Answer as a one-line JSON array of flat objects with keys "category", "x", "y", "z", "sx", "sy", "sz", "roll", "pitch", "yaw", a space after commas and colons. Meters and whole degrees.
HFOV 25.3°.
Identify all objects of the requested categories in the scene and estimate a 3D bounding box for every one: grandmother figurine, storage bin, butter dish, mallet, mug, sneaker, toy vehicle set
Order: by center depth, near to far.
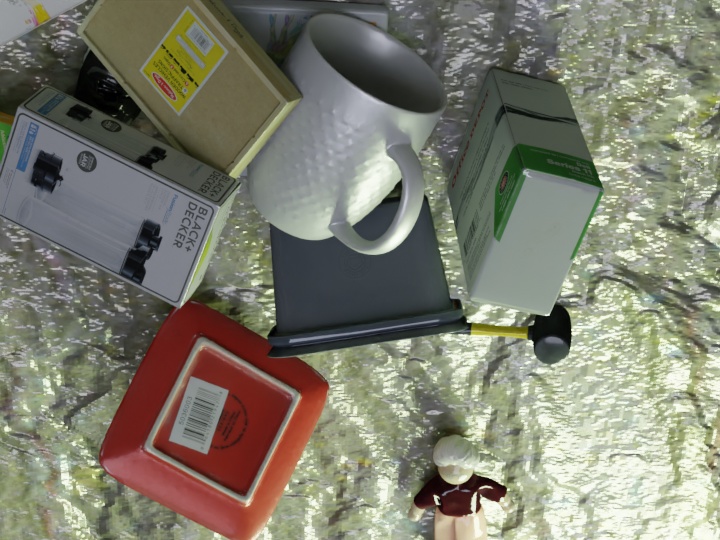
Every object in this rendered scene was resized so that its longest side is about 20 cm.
[{"category": "toy vehicle set", "x": -0.154, "y": -0.184, "z": 1.427, "sx": 0.200, "sy": 0.026, "sz": 0.124, "roll": 50, "pitch": 124, "yaw": 7}, {"category": "mug", "x": -0.012, "y": -0.104, "z": 1.461, "sx": 0.147, "sy": 0.200, "sz": 0.176, "roll": -1, "pitch": 134, "yaw": -45}, {"category": "sneaker", "x": -0.247, "y": -0.137, "z": 1.518, "sx": 0.075, "sy": 0.088, "sz": 0.201, "roll": 23, "pitch": 119, "yaw": -15}, {"category": "storage bin", "x": 0.000, "y": 0.000, "z": 1.598, "sx": 0.199, "sy": 0.146, "sz": 0.135, "roll": -7, "pitch": 96, "yaw": 4}, {"category": "mallet", "x": 0.123, "y": 0.067, "z": 1.673, "sx": 0.199, "sy": 0.066, "sz": 0.041, "roll": 0, "pitch": 122, "yaw": -1}, {"category": "butter dish", "x": -0.168, "y": 0.157, "z": 1.686, "sx": 0.199, "sy": 0.148, "sz": 0.201, "roll": 32, "pitch": 75, "yaw": -20}, {"category": "grandmother figurine", "x": 0.114, "y": 0.266, "z": 1.807, "sx": 0.121, "sy": 0.061, "sz": 0.201, "roll": -11, "pitch": 125, "yaw": -5}]

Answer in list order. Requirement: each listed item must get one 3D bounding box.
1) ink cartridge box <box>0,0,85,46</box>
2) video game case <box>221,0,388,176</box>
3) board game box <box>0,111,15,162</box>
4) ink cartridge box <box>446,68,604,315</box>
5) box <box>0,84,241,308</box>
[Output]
[{"category": "ink cartridge box", "x": -0.315, "y": -0.292, "z": 1.383, "sx": 0.199, "sy": 0.145, "sz": 0.148, "roll": -24, "pitch": 120, "yaw": 14}, {"category": "video game case", "x": -0.078, "y": -0.172, "z": 1.540, "sx": 0.199, "sy": 0.022, "sz": 0.183, "roll": 2, "pitch": 122, "yaw": -3}, {"category": "board game box", "x": -0.353, "y": -0.105, "z": 1.516, "sx": 0.199, "sy": 0.030, "sz": 0.096, "roll": 20, "pitch": 119, "yaw": 23}, {"category": "ink cartridge box", "x": 0.149, "y": -0.077, "z": 1.503, "sx": 0.083, "sy": 0.200, "sz": 0.147, "roll": 12, "pitch": 123, "yaw": -13}, {"category": "box", "x": -0.220, "y": -0.066, "z": 1.428, "sx": 0.199, "sy": 0.060, "sz": 0.117, "roll": 27, "pitch": 118, "yaw": 2}]
